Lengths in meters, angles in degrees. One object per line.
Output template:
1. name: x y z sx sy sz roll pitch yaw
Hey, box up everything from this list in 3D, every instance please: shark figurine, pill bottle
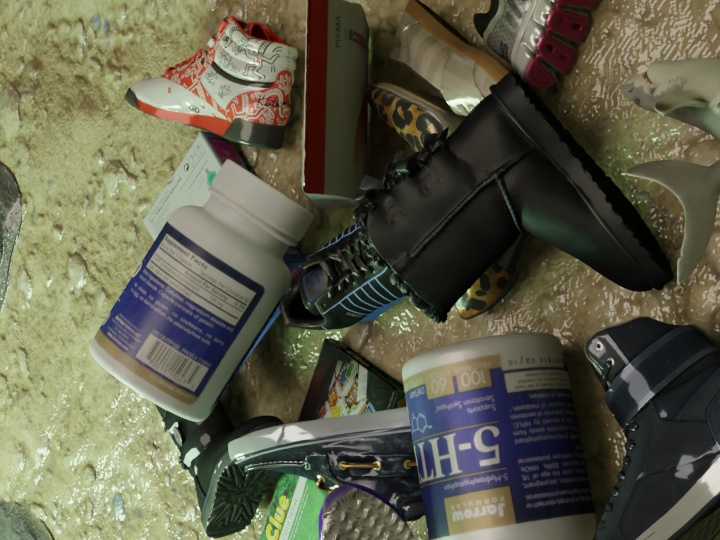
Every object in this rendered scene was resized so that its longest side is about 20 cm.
1. shark figurine: 0.241 -0.078 0.934 0.127 0.215 0.090 -16 117 15
2. pill bottle: 0.103 0.155 1.035 0.119 0.119 0.201 -22 72 43
3. pill bottle: -0.129 0.014 1.224 0.119 0.120 0.201 33 90 41

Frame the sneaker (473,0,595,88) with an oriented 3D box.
1. sneaker: 0.138 -0.241 1.065 0.087 0.074 0.201 34 116 35

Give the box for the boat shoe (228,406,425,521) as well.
1. boat shoe: -0.010 0.162 1.155 0.199 0.071 0.092 -11 83 18

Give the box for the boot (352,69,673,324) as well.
1. boot: 0.102 -0.025 1.027 0.162 0.073 0.198 -41 89 17

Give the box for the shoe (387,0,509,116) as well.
1. shoe: 0.083 -0.144 1.116 0.053 0.070 0.200 -50 44 9

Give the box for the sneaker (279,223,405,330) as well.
1. sneaker: 0.000 0.000 1.150 0.200 0.077 0.070 -49 58 56

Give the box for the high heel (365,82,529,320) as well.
1. high heel: 0.053 -0.059 1.144 0.200 0.071 0.143 34 110 36

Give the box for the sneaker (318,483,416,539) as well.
1. sneaker: 0.015 0.226 1.102 0.069 0.201 0.100 -37 31 -6

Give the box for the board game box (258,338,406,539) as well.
1. board game box: -0.024 0.171 1.242 0.105 0.023 0.201 32 110 41

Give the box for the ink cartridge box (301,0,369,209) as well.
1. ink cartridge box: -0.018 -0.137 1.151 0.200 0.050 0.163 102 169 -88

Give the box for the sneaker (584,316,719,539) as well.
1. sneaker: 0.179 0.126 0.968 0.202 0.077 0.146 -45 59 2

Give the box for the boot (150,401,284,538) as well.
1. boot: -0.139 0.117 1.318 0.165 0.065 0.201 -58 45 41

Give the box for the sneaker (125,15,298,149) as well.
1. sneaker: -0.136 -0.185 1.349 0.201 0.067 0.109 20 101 41

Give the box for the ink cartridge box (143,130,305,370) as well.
1. ink cartridge box: -0.122 -0.017 1.339 0.120 0.042 0.200 -52 54 30
